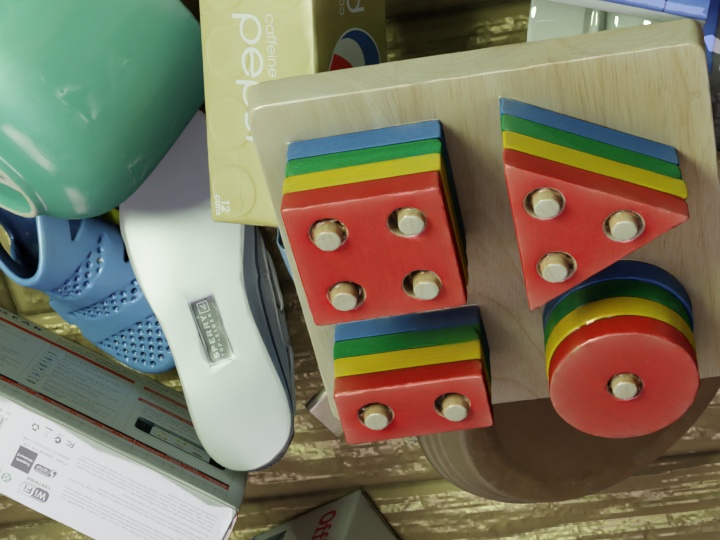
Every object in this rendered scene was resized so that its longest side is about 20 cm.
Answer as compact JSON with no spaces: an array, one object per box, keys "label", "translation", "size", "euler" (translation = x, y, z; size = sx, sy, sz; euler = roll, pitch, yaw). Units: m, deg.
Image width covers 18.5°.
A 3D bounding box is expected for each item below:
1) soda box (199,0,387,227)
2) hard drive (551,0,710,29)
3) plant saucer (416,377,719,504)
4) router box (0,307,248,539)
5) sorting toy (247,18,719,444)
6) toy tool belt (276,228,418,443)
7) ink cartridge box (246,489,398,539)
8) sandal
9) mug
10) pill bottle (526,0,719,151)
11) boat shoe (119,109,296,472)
[{"label":"soda box","translation":[-0.032,-0.122,1.044],"size":[0.068,0.064,0.200],"euler":[6,104,33]},{"label":"hard drive","translation":[0.063,-0.188,0.962],"size":[0.200,0.025,0.132],"euler":[11,80,3]},{"label":"plant saucer","translation":[0.120,0.045,1.140],"size":[0.200,0.029,0.200],"euler":[-17,130,-21]},{"label":"router box","translation":[-0.157,0.086,1.203],"size":[0.200,0.180,0.049],"euler":[26,98,-3]},{"label":"sorting toy","translation":[0.066,0.001,0.992],"size":[0.198,0.070,0.200],"euler":[-8,131,8]},{"label":"toy tool belt","translation":[0.000,0.000,1.151],"size":[0.123,0.125,0.200],"euler":[-15,122,15]},{"label":"ink cartridge box","translation":[-0.070,0.230,1.289],"size":[0.200,0.145,0.088],"euler":[-25,110,25]},{"label":"sandal","translation":[-0.169,-0.013,1.205],"size":[0.079,0.087,0.200],"euler":[-36,109,26]},{"label":"mug","translation":[-0.175,-0.106,1.091],"size":[0.185,0.115,0.152],"euler":[34,166,1]},{"label":"pill bottle","translation":[0.183,-0.112,1.051],"size":[0.200,0.114,0.114],"euler":[7,121,8]},{"label":"boat shoe","translation":[-0.076,0.009,1.197],"size":[0.072,0.066,0.200],"euler":[-20,87,6]}]
